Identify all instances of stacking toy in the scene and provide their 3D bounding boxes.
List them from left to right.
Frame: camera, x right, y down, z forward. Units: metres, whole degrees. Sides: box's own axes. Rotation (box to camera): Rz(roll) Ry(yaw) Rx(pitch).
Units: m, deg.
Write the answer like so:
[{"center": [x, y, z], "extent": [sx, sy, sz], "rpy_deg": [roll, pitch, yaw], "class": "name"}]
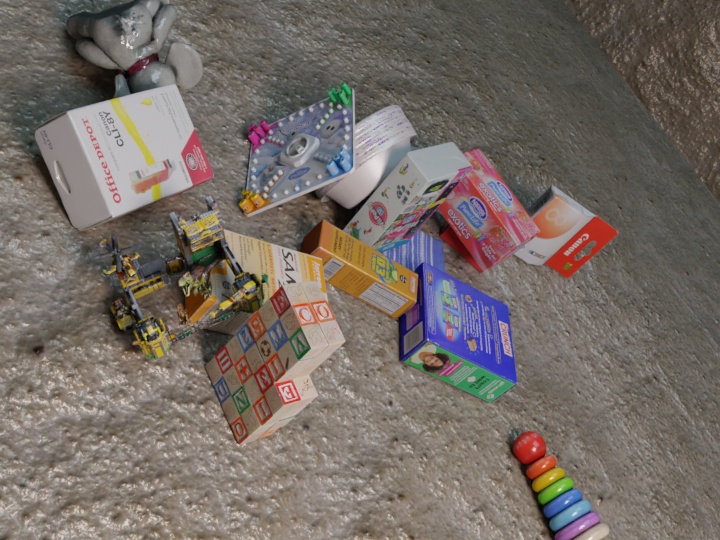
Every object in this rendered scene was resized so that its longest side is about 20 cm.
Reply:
[{"center": [0.311, 0.354, 1.300], "extent": [0.085, 0.086, 0.201], "rpy_deg": [-4, 55, -45], "class": "stacking toy"}]

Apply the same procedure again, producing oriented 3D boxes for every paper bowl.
[{"center": [0.009, -0.181, 1.358], "extent": [0.105, 0.200, 0.200], "rpy_deg": [57, 39, 1], "class": "paper bowl"}]

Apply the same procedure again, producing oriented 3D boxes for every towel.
[{"center": [0.075, -0.043, 1.450], "extent": [0.198, 0.024, 0.146], "rpy_deg": [28, 41, -24], "class": "towel"}]

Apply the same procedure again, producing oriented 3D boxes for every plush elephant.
[{"center": [-0.332, -0.318, 1.211], "extent": [0.163, 0.157, 0.200], "rpy_deg": [-25, 32, -12], "class": "plush elephant"}]

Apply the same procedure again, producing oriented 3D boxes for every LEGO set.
[{"center": [-0.218, 0.002, 0.982], "extent": [0.197, 0.117, 0.155], "rpy_deg": [-19, 58, -12], "class": "LEGO set"}]

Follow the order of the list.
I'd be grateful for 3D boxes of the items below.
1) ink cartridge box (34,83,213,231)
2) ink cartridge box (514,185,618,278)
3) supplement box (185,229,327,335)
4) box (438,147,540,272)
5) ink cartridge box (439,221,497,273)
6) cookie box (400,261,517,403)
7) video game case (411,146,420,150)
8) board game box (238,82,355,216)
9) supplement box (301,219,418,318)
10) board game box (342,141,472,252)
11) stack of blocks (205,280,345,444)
[{"center": [-0.315, -0.156, 1.093], "extent": [0.199, 0.083, 0.147], "rpy_deg": [-34, 106, -51], "class": "ink cartridge box"}, {"center": [0.419, -0.064, 1.684], "extent": [0.199, 0.162, 0.050], "rpy_deg": [31, 34, -18], "class": "ink cartridge box"}, {"center": [-0.145, 0.027, 1.139], "extent": [0.198, 0.073, 0.127], "rpy_deg": [16, 49, -34], "class": "supplement box"}, {"center": [0.224, -0.114, 1.487], "extent": [0.102, 0.095, 0.201], "rpy_deg": [-23, 75, -48], "class": "box"}, {"center": [0.231, -0.080, 1.594], "extent": [0.116, 0.067, 0.201], "rpy_deg": [40, 39, -7], "class": "ink cartridge box"}, {"center": [0.165, 0.106, 1.366], "extent": [0.198, 0.075, 0.173], "rpy_deg": [27, 42, -24], "class": "cookie box"}, {"center": [0.092, -0.192, 1.598], "extent": [0.198, 0.018, 0.145], "rpy_deg": [3, 57, -43], "class": "video game case"}, {"center": [-0.101, -0.196, 1.279], "extent": [0.026, 0.198, 0.202], "rpy_deg": [49, 29, -43], "class": "board game box"}, {"center": [0.000, 0.000, 1.308], "extent": [0.199, 0.069, 0.067], "rpy_deg": [30, 43, -25], "class": "supplement box"}, {"center": [0.077, -0.116, 1.342], "extent": [0.147, 0.200, 0.065], "rpy_deg": [-21, 69, -49], "class": "board game box"}, {"center": [-0.104, 0.117, 0.999], "extent": [0.058, 0.200, 0.116], "rpy_deg": [-7, 61, -46], "class": "stack of blocks"}]
